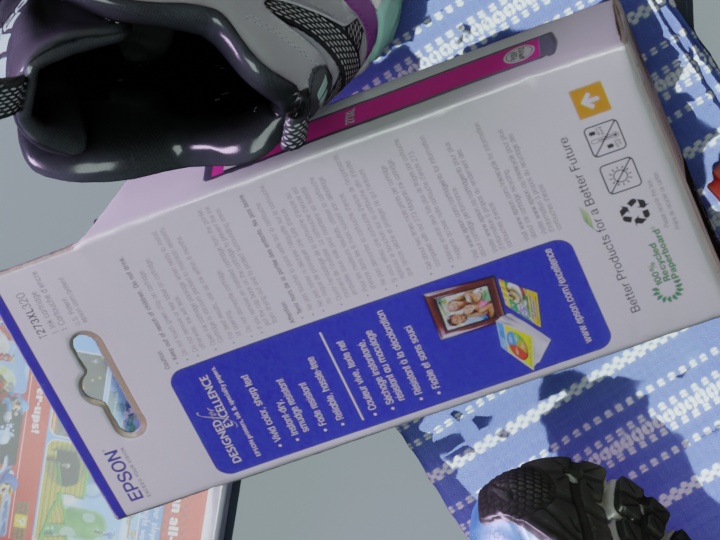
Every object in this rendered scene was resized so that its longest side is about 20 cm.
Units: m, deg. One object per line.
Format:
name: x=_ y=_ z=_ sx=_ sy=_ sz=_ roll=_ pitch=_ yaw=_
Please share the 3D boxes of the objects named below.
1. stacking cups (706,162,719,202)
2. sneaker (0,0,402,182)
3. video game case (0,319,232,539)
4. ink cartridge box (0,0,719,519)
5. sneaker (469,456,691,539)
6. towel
stacking cups: x=0.185 y=-0.078 z=0.744 sx=0.060 sy=0.061 sz=0.200 roll=43 pitch=94 yaw=0
sneaker: x=-0.097 y=-0.078 z=0.736 sx=0.200 sy=0.140 sz=0.078 roll=12 pitch=124 yaw=12
video game case: x=-0.142 y=0.072 z=0.832 sx=0.200 sy=0.017 sz=0.143 roll=10 pitch=98 yaw=5
ink cartridge box: x=0.000 y=0.000 z=0.766 sx=0.200 sy=0.037 sz=0.095 roll=-21 pitch=119 yaw=10
sneaker: x=0.073 y=0.146 z=0.745 sx=0.090 sy=0.078 sz=0.200 roll=-21 pitch=112 yaw=16
towel: x=0.066 y=0.002 z=0.800 sx=0.145 sy=0.024 sz=0.200 roll=-33 pitch=91 yaw=12
